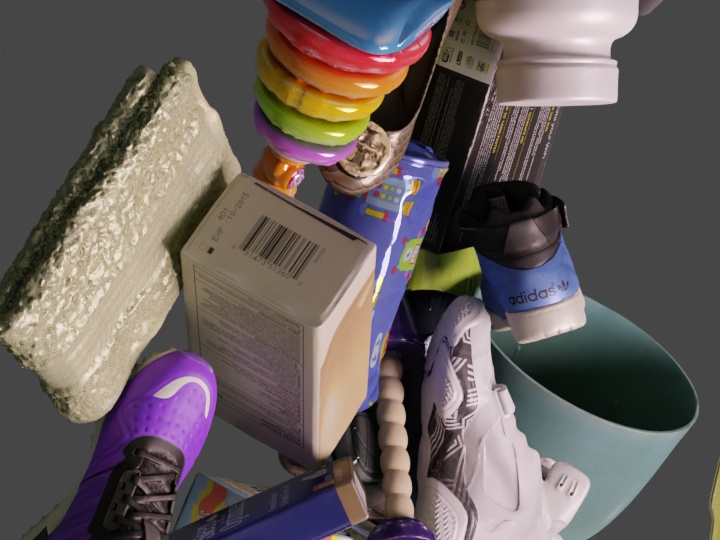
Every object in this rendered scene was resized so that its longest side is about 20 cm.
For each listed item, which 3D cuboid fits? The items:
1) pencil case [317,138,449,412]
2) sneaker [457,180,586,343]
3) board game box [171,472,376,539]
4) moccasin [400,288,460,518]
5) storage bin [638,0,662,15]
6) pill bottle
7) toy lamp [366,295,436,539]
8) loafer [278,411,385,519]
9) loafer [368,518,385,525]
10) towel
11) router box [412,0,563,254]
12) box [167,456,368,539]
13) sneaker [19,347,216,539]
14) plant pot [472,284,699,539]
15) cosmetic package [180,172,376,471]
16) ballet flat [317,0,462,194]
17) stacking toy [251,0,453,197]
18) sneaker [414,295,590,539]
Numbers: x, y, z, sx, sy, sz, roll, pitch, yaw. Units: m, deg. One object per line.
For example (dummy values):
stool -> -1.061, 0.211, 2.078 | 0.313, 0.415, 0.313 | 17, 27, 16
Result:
pencil case -> 0.000, 0.000, 1.634 | 0.087, 0.078, 0.201 | -11, 121, -59
sneaker -> 0.116, -0.014, 1.723 | 0.200, 0.076, 0.112 | -78, 152, -86
board game box -> -0.051, 0.220, 1.693 | 0.200, 0.103, 0.105 | 22, 92, -64
moccasin -> 0.062, 0.114, 1.777 | 0.080, 0.068, 0.201 | -41, 122, -60
storage bin -> 0.221, -0.293, 1.762 | 0.200, 0.145, 0.134 | -58, 180, -15
pill bottle -> 0.132, -0.213, 1.598 | 0.111, 0.111, 0.201 | -2, 92, -61
toy lamp -> 0.024, 0.108, 1.693 | 0.058, 0.058, 0.201 | 58, 24, -59
loafer -> -0.003, 0.147, 1.789 | 0.200, 0.063, 0.072 | 43, 37, -65
loafer -> 0.057, 0.220, 1.925 | 0.200, 0.073, 0.072 | -8, 116, -60
towel -> -0.140, -0.017, 1.410 | 0.200, 0.036, 0.149 | -58, 152, -16
router box -> 0.098, -0.117, 1.748 | 0.149, 0.051, 0.201 | -12, 122, -61
box -> -0.091, 0.179, 1.528 | 0.199, 0.033, 0.121 | -25, -177, 0
sneaker -> -0.137, 0.147, 1.437 | 0.069, 0.099, 0.201 | 31, 93, -32
plant pot -> 0.144, 0.128, 1.888 | 0.200, 0.200, 0.161 | -16, 139, -57
cosmetic package -> -0.051, 0.036, 1.499 | 0.071, 0.105, 0.200 | -55, 166, -26
ballet flat -> 0.027, -0.143, 1.563 | 0.201, 0.067, 0.046 | -65, -164, -18
stacking toy -> -0.031, -0.109, 1.489 | 0.116, 0.109, 0.201 | -44, 162, -54
sneaker -> 0.104, 0.120, 1.716 | 0.075, 0.114, 0.201 | -172, -94, -78
